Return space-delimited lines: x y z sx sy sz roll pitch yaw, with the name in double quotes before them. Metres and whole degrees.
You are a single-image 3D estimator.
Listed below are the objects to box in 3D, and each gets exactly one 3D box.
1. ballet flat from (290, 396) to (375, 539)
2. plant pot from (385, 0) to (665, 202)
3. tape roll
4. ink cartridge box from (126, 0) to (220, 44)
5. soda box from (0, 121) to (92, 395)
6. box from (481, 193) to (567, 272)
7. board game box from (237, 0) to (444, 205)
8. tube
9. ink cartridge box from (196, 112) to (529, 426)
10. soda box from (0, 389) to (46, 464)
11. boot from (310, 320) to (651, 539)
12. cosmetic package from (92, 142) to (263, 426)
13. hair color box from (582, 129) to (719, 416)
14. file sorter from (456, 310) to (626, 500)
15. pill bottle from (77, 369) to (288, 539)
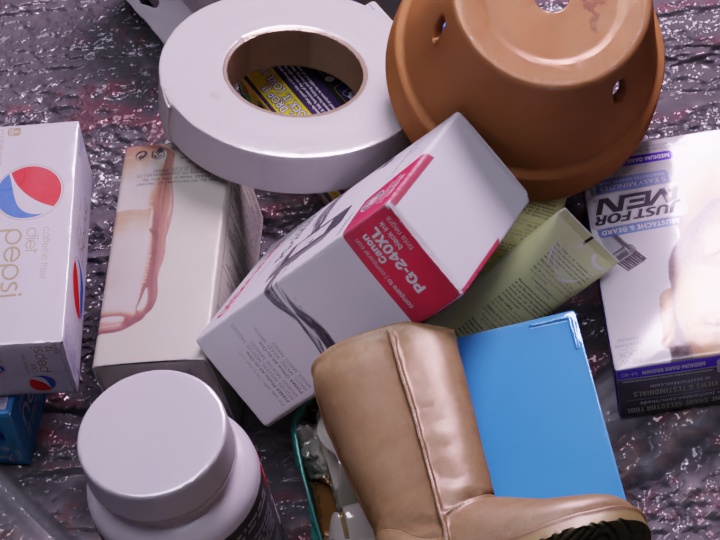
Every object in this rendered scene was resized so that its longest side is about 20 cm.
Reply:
"ballet flat" -0.008 0.161 1.647 0.067 0.070 0.200 -18 52 -3
"plant pot" 0.121 -0.165 1.696 0.199 0.140 0.201 1 72 -4
"tape roll" -0.050 -0.133 1.798 0.202 0.037 0.203 3 43 -2
"ink cartridge box" -0.102 -0.273 1.963 0.200 0.125 0.129 -33 54 -15
"soda box" -0.233 -0.011 1.744 0.068 0.064 0.200 -3 52 3
"box" 0.114 -0.063 1.763 0.075 0.050 0.201 13 73 0
"board game box" 0.023 -0.123 1.867 0.165 0.057 0.200 -31 55 -10
"tube" 0.082 0.035 1.692 0.200 0.058 0.052 -38 86 14
"ink cartridge box" 0.000 0.000 1.665 0.200 0.083 0.145 -34 11 34
"soda box" -0.258 0.040 1.792 0.064 0.068 0.200 2 53 10
"boot" 0.070 0.111 1.519 0.175 0.066 0.200 -16 50 -1
"cosmetic package" -0.129 0.014 1.766 0.087 0.104 0.200 -4 51 10
"hair color box" 0.221 -0.001 1.730 0.109 0.065 0.200 -9 53 4
"file sorter" 0.100 0.154 1.598 0.138 0.123 0.200 -13 51 2
"pill bottle" -0.112 0.159 1.587 0.113 0.200 0.114 -5 52 7
